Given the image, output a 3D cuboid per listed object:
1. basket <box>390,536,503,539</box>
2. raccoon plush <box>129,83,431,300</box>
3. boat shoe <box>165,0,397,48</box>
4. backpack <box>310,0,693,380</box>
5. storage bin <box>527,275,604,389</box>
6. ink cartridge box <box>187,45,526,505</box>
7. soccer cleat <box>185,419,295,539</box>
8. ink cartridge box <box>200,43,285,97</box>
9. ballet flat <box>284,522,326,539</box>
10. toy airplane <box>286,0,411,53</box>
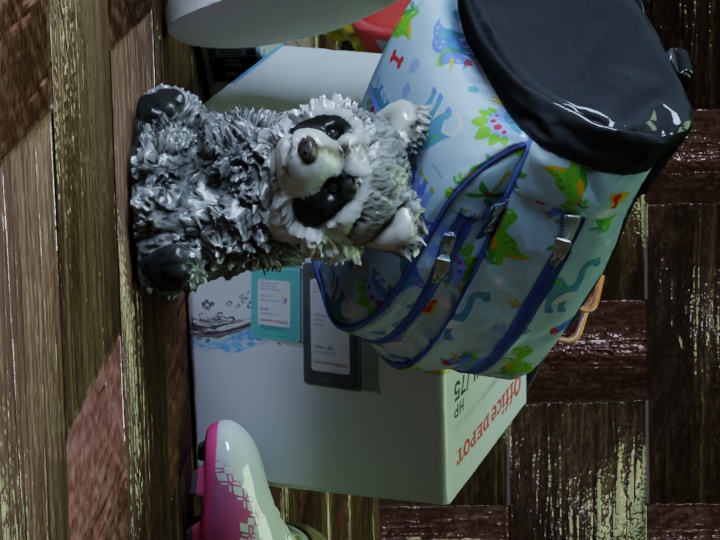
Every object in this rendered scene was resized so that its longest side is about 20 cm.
[{"bbox_3d":[0.004,0.210,1.385,0.143,0.200,0.149,-82,169,-80],"label":"basket"},{"bbox_3d":[-0.031,-0.041,1.381,0.200,0.134,0.097,-56,144,-84],"label":"raccoon plush"},{"bbox_3d":[-0.010,-0.167,1.435,0.072,0.200,0.069,19,55,-51],"label":"boat shoe"},{"bbox_3d":[0.059,-0.042,1.393,0.200,0.154,0.163,100,-23,-45],"label":"backpack"},{"bbox_3d":[0.082,-0.028,1.826,0.200,0.145,0.134,110,-4,-62],"label":"storage bin"},{"bbox_3d":[0.000,0.000,1.583,0.147,0.146,0.200,-46,139,-61],"label":"ink cartridge box"},{"bbox_3d":[-0.044,0.172,1.554,0.070,0.086,0.200,-81,170,-73],"label":"soccer cleat"},{"bbox_3d":[-0.068,-0.149,1.657,0.200,0.039,0.100,80,9,-63],"label":"ink cartridge box"},{"bbox_3d":[-0.049,0.186,1.700,0.200,0.070,0.065,-93,166,-62],"label":"ballet flat"},{"bbox_3d":[-0.023,-0.185,1.826,0.200,0.141,0.199,47,-7,0],"label":"toy airplane"}]
